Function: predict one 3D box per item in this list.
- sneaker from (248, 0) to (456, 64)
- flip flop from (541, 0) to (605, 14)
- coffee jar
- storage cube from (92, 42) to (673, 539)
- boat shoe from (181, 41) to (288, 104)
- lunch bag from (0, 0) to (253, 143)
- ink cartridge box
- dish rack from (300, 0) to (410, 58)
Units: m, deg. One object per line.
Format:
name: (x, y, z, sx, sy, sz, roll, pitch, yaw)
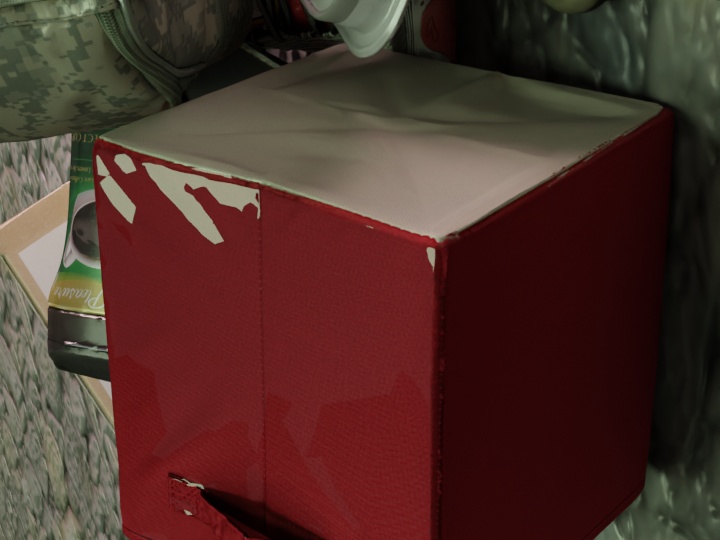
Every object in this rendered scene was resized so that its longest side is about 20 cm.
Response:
sneaker: (-0.020, -0.131, 0.770, 0.199, 0.082, 0.079, 26, 128, 54)
flip flop: (0.036, -0.172, 0.666, 0.200, 0.057, 0.082, 50, 145, 37)
coffee jar: (-0.114, -0.037, 0.859, 0.103, 0.085, 0.202, 7, 91, 31)
storage cube: (0.013, 0.022, 0.646, 0.170, 0.199, 0.182, 17, 121, 33)
boat shoe: (-0.099, -0.094, 0.758, 0.199, 0.073, 0.075, 23, 85, 27)
lunch bag: (-0.158, -0.121, 0.639, 0.168, 0.198, 0.141, -60, -39, -70)
ink cartridge box: (-0.146, 0.054, 1.029, 0.201, 0.075, 0.165, 55, 174, 10)
dish rack: (0.001, -0.206, 0.627, 0.201, 0.043, 0.172, -66, 28, 25)
